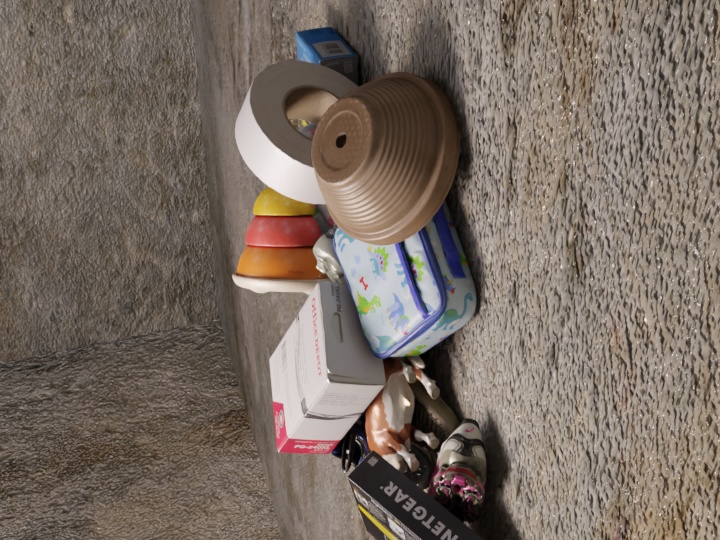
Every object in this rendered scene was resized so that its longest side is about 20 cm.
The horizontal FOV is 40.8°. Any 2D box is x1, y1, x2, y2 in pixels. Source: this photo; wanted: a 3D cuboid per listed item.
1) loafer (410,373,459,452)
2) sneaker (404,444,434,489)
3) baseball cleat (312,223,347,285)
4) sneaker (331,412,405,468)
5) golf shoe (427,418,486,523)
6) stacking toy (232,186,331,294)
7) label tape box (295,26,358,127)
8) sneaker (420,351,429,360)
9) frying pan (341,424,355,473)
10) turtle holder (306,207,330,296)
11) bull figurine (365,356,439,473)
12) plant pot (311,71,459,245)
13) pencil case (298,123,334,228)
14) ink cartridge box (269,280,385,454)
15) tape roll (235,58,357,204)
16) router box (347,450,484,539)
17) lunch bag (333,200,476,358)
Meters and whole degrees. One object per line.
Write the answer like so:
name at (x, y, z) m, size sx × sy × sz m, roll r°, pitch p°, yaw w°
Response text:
loafer at (0.077, 0.176, 1.321) m, size 0.200 × 0.068 × 0.076 m, roll 35°, pitch 130°, yaw 48°
sneaker at (0.055, 0.300, 1.463) m, size 0.199 × 0.060 × 0.104 m, roll 13°, pitch 153°, yaw 46°
baseball cleat at (0.000, 0.000, 1.323) m, size 0.069 × 0.107 × 0.201 m, roll 29°, pitch 160°, yaw 28°
sneaker at (-0.025, 0.218, 1.370) m, size 0.200 × 0.078 × 0.076 m, roll 39°, pitch 135°, yaw 31°
golf shoe at (0.127, 0.256, 1.206) m, size 0.201 × 0.072 × 0.093 m, roll 97°, pitch -171°, yaw -60°
stacking toy at (-0.105, -0.072, 1.362) m, size 0.146 × 0.144 × 0.203 m, roll -162°, pitch 74°, yaw -74°
label tape box at (-0.048, -0.256, 1.500) m, size 0.144 × 0.065 × 0.202 m, roll -121°, pitch 22°, yaw -55°
sneaker at (0.060, 0.064, 1.311) m, size 0.200 × 0.059 × 0.105 m, roll 103°, pitch 148°, yaw -65°
frying pan at (-0.021, 0.173, 1.339) m, size 0.114 × 0.031 × 0.191 m, roll 12°, pitch 71°, yaw 49°
turtle holder at (-0.033, -0.011, 1.514) m, size 0.132 × 0.184 × 0.142 m, roll 120°, pitch 170°, yaw -68°
bull figurine at (0.046, 0.187, 1.248) m, size 0.121 × 0.065 × 0.202 m, roll 16°, pitch 116°, yaw 52°
plant pot at (0.009, -0.135, 1.106) m, size 0.200 × 0.092 × 0.203 m, roll -12°, pitch 73°, yaw 43°
pencil case at (-0.037, -0.117, 1.399) m, size 0.201 × 0.083 × 0.091 m, roll 52°, pitch -177°, yaw 19°
ink cartridge box at (-0.047, 0.130, 1.259) m, size 0.200 × 0.082 × 0.147 m, roll 125°, pitch 146°, yaw -47°
tape roll at (-0.069, -0.192, 1.328) m, size 0.071 × 0.200 × 0.204 m, roll -55°, pitch 45°, yaw 48°
router box at (0.080, 0.336, 1.217) m, size 0.199 × 0.052 × 0.158 m, roll 34°, pitch 154°, yaw 33°
lunch bag at (0.053, -0.008, 1.171) m, size 0.160 × 0.082 × 0.202 m, roll -38°, pitch 61°, yaw 43°
